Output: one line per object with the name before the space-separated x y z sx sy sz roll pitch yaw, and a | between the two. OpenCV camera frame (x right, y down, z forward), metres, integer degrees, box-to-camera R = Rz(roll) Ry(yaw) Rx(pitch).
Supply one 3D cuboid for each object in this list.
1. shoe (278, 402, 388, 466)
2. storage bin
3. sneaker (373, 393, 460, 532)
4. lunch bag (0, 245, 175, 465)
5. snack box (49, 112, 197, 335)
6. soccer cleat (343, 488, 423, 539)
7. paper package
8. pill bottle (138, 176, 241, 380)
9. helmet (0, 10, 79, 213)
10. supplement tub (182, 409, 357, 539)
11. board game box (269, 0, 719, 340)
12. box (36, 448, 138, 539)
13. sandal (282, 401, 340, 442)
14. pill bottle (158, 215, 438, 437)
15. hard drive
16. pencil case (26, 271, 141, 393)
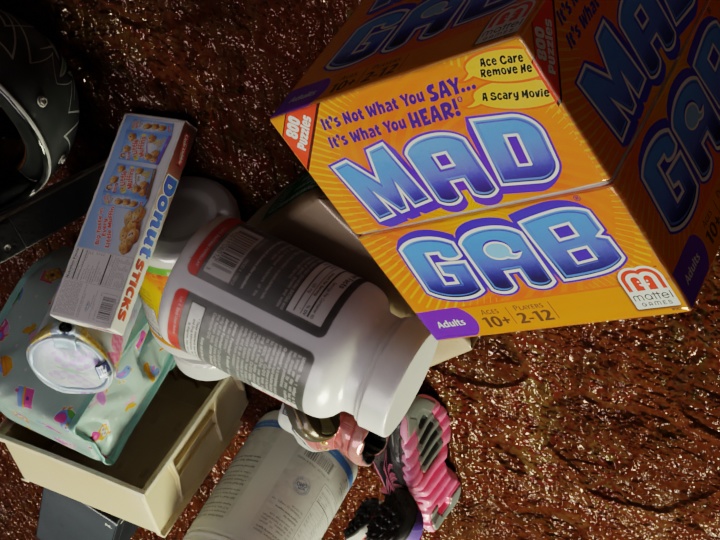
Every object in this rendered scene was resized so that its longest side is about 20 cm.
shoe | -0.013 0.160 1.290 0.091 0.072 0.200 24 173 16
storage bin | -0.257 0.166 1.432 0.200 0.199 0.094 15 140 23
sneaker | 0.044 0.192 1.345 0.095 0.079 0.200 26 145 31
lunch bag | -0.290 0.078 1.360 0.170 0.200 0.122 18 156 25
snack box | -0.211 -0.044 1.152 0.072 0.200 0.024 11 165 30
soccer cleat | 0.040 0.273 1.334 0.073 0.068 0.200 35 163 -5
paper package | 0.000 0.000 1.114 0.191 0.103 0.200 43 145 -14
pill bottle | -0.158 0.015 1.249 0.111 0.111 0.200 18 142 21
helmet | -0.348 -0.142 1.145 0.200 0.191 0.200 54 174 8
supplement tub | -0.100 0.266 1.425 0.132 0.200 0.132 22 144 17
board game box | 0.110 -0.101 0.819 0.200 0.200 0.200 -11 126 45
box | -0.298 0.249 1.578 0.104 0.182 0.200 31 145 4
sandal | -0.070 0.084 1.202 0.055 0.200 0.082 -40 138 24
pill bottle | -0.048 0.046 1.018 0.200 0.116 0.116 26 144 13
hard drive | -0.308 -0.049 1.215 0.140 0.200 0.038 -15 106 48
pencil case | -0.259 0.026 1.262 0.083 0.200 0.091 -3 130 14
